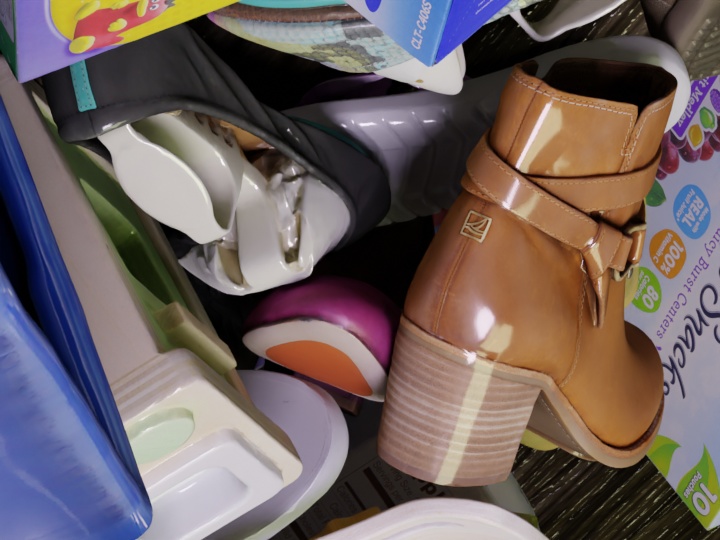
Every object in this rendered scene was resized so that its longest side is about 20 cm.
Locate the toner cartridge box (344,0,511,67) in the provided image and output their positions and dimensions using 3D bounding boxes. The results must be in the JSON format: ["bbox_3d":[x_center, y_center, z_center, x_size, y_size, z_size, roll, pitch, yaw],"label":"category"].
[{"bbox_3d":[0.078,-0.157,0.863,0.200,0.043,0.095,-42,161,-31],"label":"toner cartridge box"}]

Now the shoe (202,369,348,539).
[{"bbox_3d":[-0.079,0.104,1.094,0.199,0.072,0.091,-28,155,18],"label":"shoe"}]

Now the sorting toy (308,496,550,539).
[{"bbox_3d":[0.008,0.137,1.070,0.199,0.107,0.180,-21,158,0],"label":"sorting toy"}]

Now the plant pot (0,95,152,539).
[{"bbox_3d":[-0.186,-0.005,0.769,0.179,0.201,0.200,-22,157,-2],"label":"plant pot"}]

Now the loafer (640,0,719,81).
[{"bbox_3d":[0.148,-0.150,1.012,0.076,0.068,0.200,-16,153,-33],"label":"loafer"}]

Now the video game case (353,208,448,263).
[{"bbox_3d":[0.042,0.006,1.267,0.143,0.018,0.200,-32,156,7],"label":"video game case"}]

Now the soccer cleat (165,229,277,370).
[{"bbox_3d":[-0.068,0.035,1.160,0.073,0.068,0.200,-42,163,-38],"label":"soccer cleat"}]

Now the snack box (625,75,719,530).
[{"bbox_3d":[0.166,-0.002,1.207,0.053,0.142,0.201,-19,149,-36],"label":"snack box"}]

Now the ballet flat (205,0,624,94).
[{"bbox_3d":[0.046,-0.104,0.954,0.199,0.069,0.071,-20,134,-3],"label":"ballet flat"}]

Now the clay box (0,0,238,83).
[{"bbox_3d":[-0.027,-0.139,0.860,0.199,0.048,0.115,-22,155,-16],"label":"clay box"}]

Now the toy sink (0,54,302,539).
[{"bbox_3d":[-0.101,0.047,0.958,0.112,0.201,0.130,-31,156,5],"label":"toy sink"}]

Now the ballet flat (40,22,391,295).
[{"bbox_3d":[-0.052,-0.032,0.975,0.068,0.069,0.200,-23,148,25],"label":"ballet flat"}]

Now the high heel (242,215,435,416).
[{"bbox_3d":[0.000,0.000,1.069,0.200,0.067,0.097,119,-6,-83],"label":"high heel"}]

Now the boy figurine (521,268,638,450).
[{"bbox_3d":[0.087,-0.001,1.180,0.201,0.064,0.125,100,17,-50],"label":"boy figurine"}]

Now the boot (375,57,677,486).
[{"bbox_3d":[0.081,-0.008,1.035,0.199,0.076,0.156,-4,116,-55],"label":"boot"}]

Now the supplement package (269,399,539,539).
[{"bbox_3d":[-0.025,0.139,1.232,0.199,0.118,0.117,-33,-166,6],"label":"supplement package"}]

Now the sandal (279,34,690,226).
[{"bbox_3d":[0.027,-0.060,1.065,0.201,0.050,0.083,-10,149,5],"label":"sandal"}]
